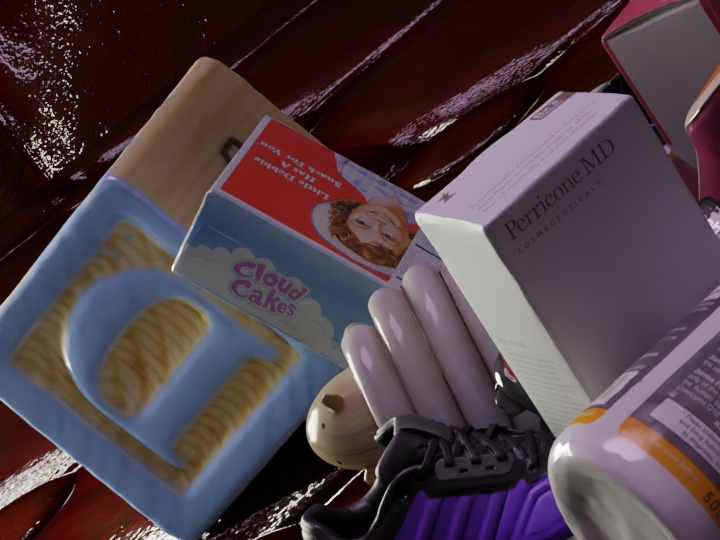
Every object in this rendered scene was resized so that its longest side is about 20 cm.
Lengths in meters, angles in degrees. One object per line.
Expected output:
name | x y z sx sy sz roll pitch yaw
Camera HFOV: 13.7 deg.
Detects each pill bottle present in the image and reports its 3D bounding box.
pill bottle | 0.187 0.058 1.317 0.200 0.117 0.116 -41 14 -19

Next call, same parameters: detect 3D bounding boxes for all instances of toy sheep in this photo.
toy sheep | 0.061 0.051 1.643 0.199 0.138 0.138 -30 13 2

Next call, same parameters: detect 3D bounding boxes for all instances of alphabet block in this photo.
alphabet block | -0.106 0.017 1.942 0.195 0.196 0.200 -47 6 29

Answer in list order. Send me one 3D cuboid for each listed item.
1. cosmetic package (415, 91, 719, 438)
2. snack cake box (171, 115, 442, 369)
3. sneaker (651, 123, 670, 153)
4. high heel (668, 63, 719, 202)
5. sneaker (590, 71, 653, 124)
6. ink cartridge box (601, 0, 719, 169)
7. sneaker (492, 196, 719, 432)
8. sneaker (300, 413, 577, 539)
cosmetic package | 0.124 0.026 1.388 0.102 0.201 0.074 -41 21 -18
snack cake box | 0.000 0.000 1.796 0.067 0.199 0.115 -62 -2 33
sneaker | 0.170 -0.042 1.803 0.200 0.070 0.078 -45 11 -34
high heel | 0.208 -0.053 1.530 0.067 0.096 0.200 -52 -8 -37
sneaker | 0.135 -0.062 2.001 0.199 0.070 0.093 -39 -4 -1
ink cartridge box | 0.245 -0.141 1.777 0.083 0.147 0.200 -23 19 41
sneaker | 0.148 0.015 1.481 0.200 0.071 0.098 -19 -41 -34
sneaker | 0.057 0.108 1.498 0.199 0.100 0.070 -31 14 11
